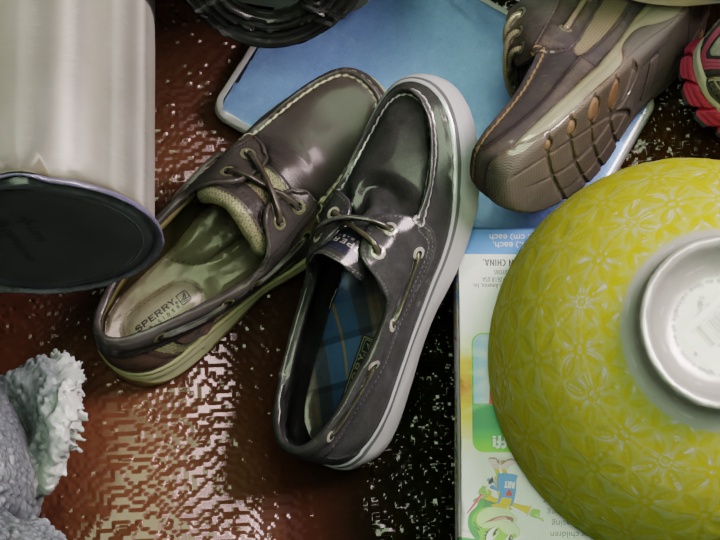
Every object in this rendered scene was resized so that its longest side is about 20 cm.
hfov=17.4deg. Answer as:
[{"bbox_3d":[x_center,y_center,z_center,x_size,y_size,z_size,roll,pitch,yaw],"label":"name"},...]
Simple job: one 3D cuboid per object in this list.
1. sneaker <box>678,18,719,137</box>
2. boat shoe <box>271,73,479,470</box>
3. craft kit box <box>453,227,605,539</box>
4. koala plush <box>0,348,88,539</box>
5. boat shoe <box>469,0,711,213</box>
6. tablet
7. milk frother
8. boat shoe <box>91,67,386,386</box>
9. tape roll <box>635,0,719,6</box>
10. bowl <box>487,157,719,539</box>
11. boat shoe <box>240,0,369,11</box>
[{"bbox_3d":[0.266,-0.103,1.193,0.199,0.075,0.081,-5,73,-16],"label":"sneaker"},{"bbox_3d":[0.000,0.000,1.148,0.070,0.066,0.201,23,98,30],"label":"boat shoe"},{"bbox_3d":[0.145,0.079,1.163,0.199,0.049,0.198,1,75,-1],"label":"craft kit box"},{"bbox_3d":[-0.191,0.132,1.101,0.177,0.184,0.201,-7,63,-2],"label":"koala plush"},{"bbox_3d":[0.104,-0.099,1.185,0.073,0.075,0.200,29,45,20],"label":"boat shoe"},{"bbox_3d":[0.039,-0.086,1.231,0.200,0.014,0.130,30,77,7],"label":"tablet"},{"bbox_3d":[-0.097,-0.091,1.061,0.199,0.181,0.189,-7,66,11],"label":"milk frother"},{"bbox_3d":[-0.056,-0.024,1.179,0.073,0.065,0.200,39,85,8],"label":"boat shoe"},{"bbox_3d":[0.161,-0.235,1.161,0.202,0.071,0.203,1,77,-2],"label":"tape roll"},{"bbox_3d":[0.162,0.034,1.098,0.199,0.108,0.201,0,78,-2],"label":"bowl"},{"bbox_3d":[-0.081,-0.187,1.233,0.200,0.070,0.072,12,61,8],"label":"boat shoe"}]
